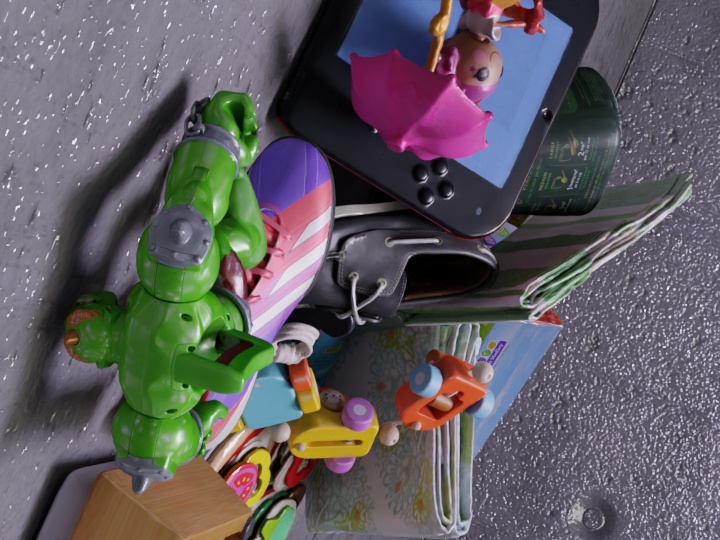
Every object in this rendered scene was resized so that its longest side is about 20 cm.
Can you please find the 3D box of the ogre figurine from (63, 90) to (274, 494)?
[{"bbox_3d":[-0.087,0.021,0.775,0.201,0.098,0.120,-59,-176,21],"label":"ogre figurine"}]

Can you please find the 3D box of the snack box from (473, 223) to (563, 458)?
[{"bbox_3d":[0.071,0.030,1.275,0.169,0.067,0.201,-61,-148,34],"label":"snack box"}]

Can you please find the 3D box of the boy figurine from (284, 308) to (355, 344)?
[{"bbox_3d":[0.010,-0.017,1.149,0.124,0.065,0.200,-20,-168,39],"label":"boy figurine"}]

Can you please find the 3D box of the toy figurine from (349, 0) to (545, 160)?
[{"bbox_3d":[0.063,-0.157,0.924,0.200,0.149,0.185,-17,129,-59],"label":"toy figurine"}]

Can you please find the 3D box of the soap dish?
[{"bbox_3d":[-0.138,0.193,0.923,0.200,0.081,0.158,21,92,-80],"label":"soap dish"}]

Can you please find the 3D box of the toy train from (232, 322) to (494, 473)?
[{"bbox_3d":[-0.010,0.074,1.079,0.150,0.199,0.056,-41,-135,32],"label":"toy train"}]

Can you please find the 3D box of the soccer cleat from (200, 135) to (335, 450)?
[{"bbox_3d":[-0.074,0.014,0.908,0.201,0.068,0.073,-65,165,2],"label":"soccer cleat"}]

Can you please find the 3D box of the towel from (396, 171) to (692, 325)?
[{"bbox_3d":[0.132,-0.015,1.122,0.200,0.024,0.152,-34,-164,-34],"label":"towel"}]

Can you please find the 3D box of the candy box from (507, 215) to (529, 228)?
[{"bbox_3d":[0.099,-0.129,1.219,0.026,0.102,0.201,-50,-162,45],"label":"candy box"}]

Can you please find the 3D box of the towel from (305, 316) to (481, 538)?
[{"bbox_3d":[0.018,0.120,1.210,0.199,0.048,0.173,-11,-108,55],"label":"towel"}]

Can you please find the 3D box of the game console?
[{"bbox_3d":[0.056,-0.138,0.988,0.031,0.176,0.201,10,-108,59],"label":"game console"}]

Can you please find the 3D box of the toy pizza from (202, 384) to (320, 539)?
[{"bbox_3d":[-0.082,0.172,1.162,0.200,0.032,0.201,-46,154,-29],"label":"toy pizza"}]

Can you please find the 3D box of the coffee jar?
[{"bbox_3d":[0.074,-0.088,1.084,0.105,0.198,0.086,106,-26,-44],"label":"coffee jar"}]

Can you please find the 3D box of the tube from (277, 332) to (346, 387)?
[{"bbox_3d":[-0.057,0.098,1.224,0.077,0.050,0.201,-28,147,-52],"label":"tube"}]

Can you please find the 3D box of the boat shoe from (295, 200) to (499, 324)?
[{"bbox_3d":[0.000,0.000,1.005,0.199,0.068,0.072,-11,148,-30],"label":"boat shoe"}]
